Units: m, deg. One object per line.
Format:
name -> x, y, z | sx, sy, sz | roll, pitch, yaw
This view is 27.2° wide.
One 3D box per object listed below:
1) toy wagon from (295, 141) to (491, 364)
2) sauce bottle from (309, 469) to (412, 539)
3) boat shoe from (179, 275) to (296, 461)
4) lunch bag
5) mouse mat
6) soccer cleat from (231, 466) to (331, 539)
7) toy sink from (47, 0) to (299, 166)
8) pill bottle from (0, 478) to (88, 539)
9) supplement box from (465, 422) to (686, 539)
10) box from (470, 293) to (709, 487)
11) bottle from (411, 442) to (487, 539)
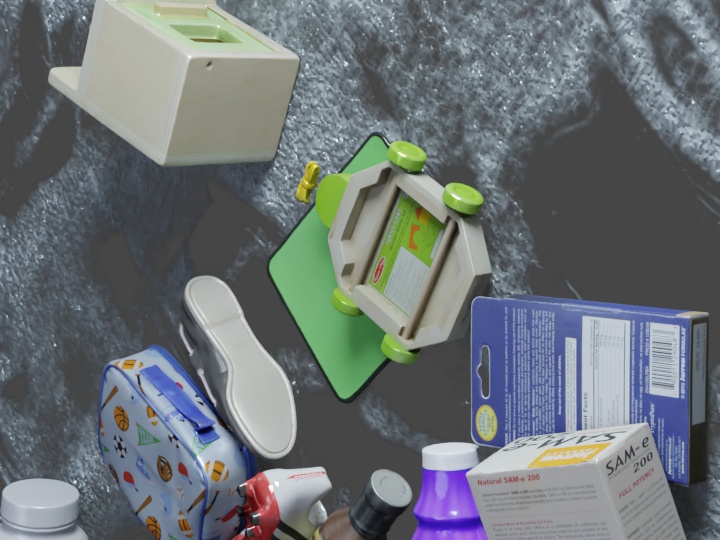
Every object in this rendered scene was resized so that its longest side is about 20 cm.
toy wagon -> 0.024, -0.028, 1.229 | 0.200, 0.039, 0.156 | 41, 122, 34
sauce bottle -> -0.018, 0.251, 1.297 | 0.065, 0.064, 0.201 | 50, 127, 29
boat shoe -> -0.115, 0.097, 1.383 | 0.201, 0.066, 0.057 | 62, 148, 26
lunch bag -> -0.174, 0.175, 1.423 | 0.200, 0.075, 0.161 | 41, 134, 34
mouse mat -> 0.000, 0.000, 1.287 | 0.200, 0.007, 0.161 | -49, 62, 38
soccer cleat -> -0.073, 0.241, 1.352 | 0.201, 0.085, 0.069 | 102, 149, -50
toy sink -> -0.173, -0.187, 1.354 | 0.200, 0.130, 0.113 | 36, 119, 38
pill bottle -> -0.351, 0.334, 1.613 | 0.111, 0.111, 0.202 | 18, 108, 43
supplement box -> 0.171, 0.219, 1.069 | 0.126, 0.073, 0.201 | -13, 98, 45
box -> 0.166, 0.083, 1.109 | 0.199, 0.032, 0.122 | 6, 99, 43
bottle -> 0.078, 0.241, 1.196 | 0.083, 0.065, 0.202 | -1, 94, 45
